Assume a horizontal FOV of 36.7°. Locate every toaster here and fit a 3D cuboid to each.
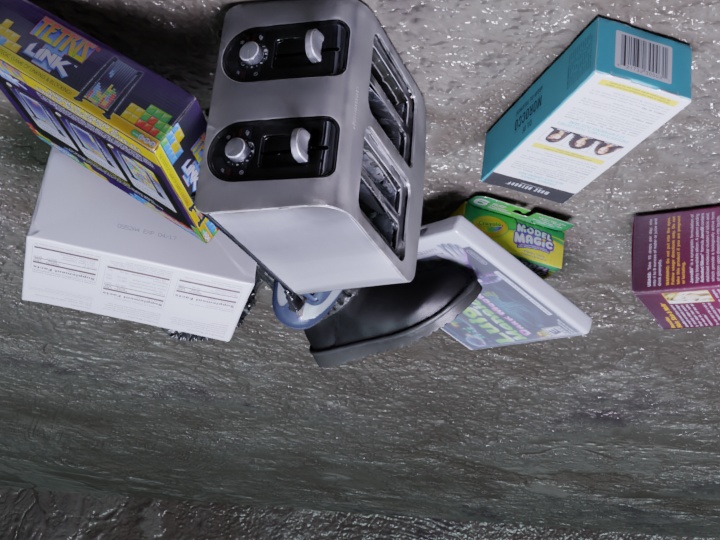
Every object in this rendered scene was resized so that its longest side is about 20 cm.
[{"bbox_3d":[-0.030,-0.085,0.848,0.118,0.181,0.200,-3,155,22],"label":"toaster"}]

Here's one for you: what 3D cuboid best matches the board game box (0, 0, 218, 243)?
[{"bbox_3d":[-0.203,-0.122,0.875,0.200,0.057,0.165,31,163,17],"label":"board game box"}]

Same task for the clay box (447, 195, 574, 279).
[{"bbox_3d":[0.132,-0.014,1.154,0.115,0.048,0.200,15,158,-13],"label":"clay box"}]

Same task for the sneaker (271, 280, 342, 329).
[{"bbox_3d":[-0.031,-0.025,0.992,0.070,0.200,0.082,29,-162,2],"label":"sneaker"}]

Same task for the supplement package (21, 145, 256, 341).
[{"bbox_3d":[-0.200,-0.043,1.024,0.200,0.156,0.111,13,145,-13],"label":"supplement package"}]

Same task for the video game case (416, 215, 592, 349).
[{"bbox_3d":[0.111,0.020,1.136,0.200,0.023,0.182,35,153,-26],"label":"video game case"}]

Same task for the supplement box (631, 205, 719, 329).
[{"bbox_3d":[0.373,-0.006,1.044,0.200,0.086,0.110,-6,155,30],"label":"supplement box"}]

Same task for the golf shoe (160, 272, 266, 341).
[{"bbox_3d":[-0.149,0.011,1.148,0.094,0.200,0.078,1,118,43],"label":"golf shoe"}]

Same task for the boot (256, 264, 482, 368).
[{"bbox_3d":[-0.001,0.001,1.079,0.211,0.079,0.158,-22,107,25],"label":"boot"}]

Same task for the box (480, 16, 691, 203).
[{"bbox_3d":[0.175,-0.121,0.869,0.082,0.049,0.200,14,158,-14],"label":"box"}]
